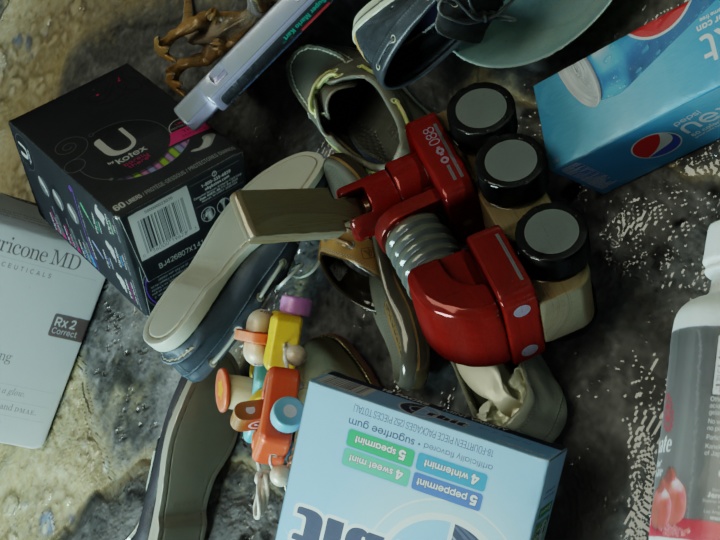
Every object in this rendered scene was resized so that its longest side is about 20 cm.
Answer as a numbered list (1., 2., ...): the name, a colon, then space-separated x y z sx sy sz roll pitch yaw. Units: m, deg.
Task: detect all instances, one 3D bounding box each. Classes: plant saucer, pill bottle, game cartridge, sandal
1. plant saucer: 0.132 -0.236 1.136 0.201 0.039 0.202 -14 69 40
2. pill bottle: 0.228 0.076 0.896 0.111 0.111 0.201 0 77 43
3. game cartridge: -0.059 -0.197 1.252 0.200 0.038 0.130 -42 12 24
4. sandal: 0.000 0.000 1.157 0.054 0.082 0.201 -13 67 -9

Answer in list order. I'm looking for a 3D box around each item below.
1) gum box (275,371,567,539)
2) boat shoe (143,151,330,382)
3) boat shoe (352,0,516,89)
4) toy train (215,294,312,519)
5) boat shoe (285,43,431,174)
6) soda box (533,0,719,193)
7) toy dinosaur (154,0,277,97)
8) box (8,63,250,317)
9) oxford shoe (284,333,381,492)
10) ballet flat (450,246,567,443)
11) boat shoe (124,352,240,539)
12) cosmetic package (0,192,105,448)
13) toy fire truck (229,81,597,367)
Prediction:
1. gum box: 0.027 0.187 1.031 0.169 0.045 0.201 17 102 21
2. boat shoe: -0.083 -0.003 1.215 0.075 0.062 0.200 10 59 50
3. boat shoe: 0.073 -0.191 1.102 0.200 0.074 0.062 -32 62 38
4. toy train: -0.077 0.100 1.141 0.200 0.055 0.151 114 164 -63
5. boat shoe: -0.002 -0.126 1.213 0.202 0.060 0.072 44 108 42
6. soda box: 0.211 -0.123 1.008 0.200 0.064 0.068 -26 60 35
7. toy dinosaur: -0.131 -0.202 1.353 0.106 0.061 0.200 -41 24 -22
8. box: -0.185 -0.071 1.305 0.122 0.106 0.200 -30 42 -23
9. oxford shoe: -0.020 0.130 1.140 0.070 0.075 0.200 -36 55 31
10. ballet flat: 0.077 0.036 1.085 0.067 0.064 0.200 -47 50 24
11. boat shoe: -0.150 0.155 1.261 0.063 0.073 0.201 16 93 42
12. cosmetic package: -0.358 0.031 1.431 0.165 0.165 0.201 26 97 44
13. toy fire truck: 0.034 -0.019 1.030 0.199 0.129 0.176 -23 54 -3
